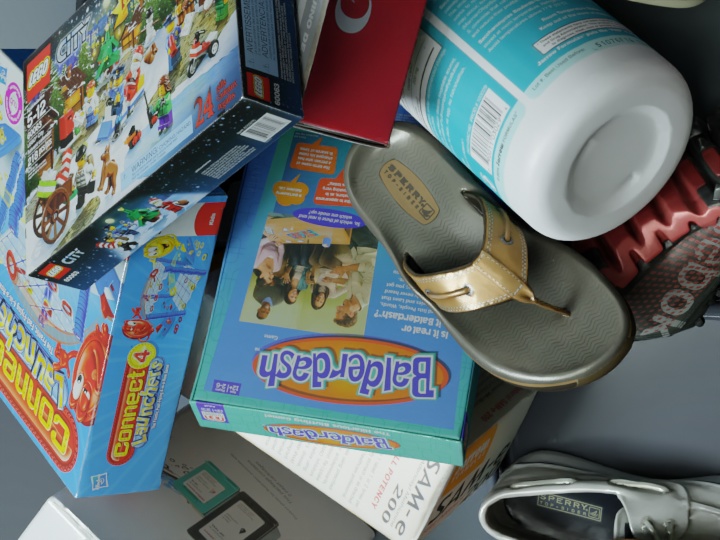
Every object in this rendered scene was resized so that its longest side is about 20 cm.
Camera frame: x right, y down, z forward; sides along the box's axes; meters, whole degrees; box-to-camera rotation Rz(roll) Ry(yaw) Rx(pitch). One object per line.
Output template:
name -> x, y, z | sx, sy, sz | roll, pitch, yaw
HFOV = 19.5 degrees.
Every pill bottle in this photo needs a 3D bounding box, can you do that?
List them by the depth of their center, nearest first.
pill bottle -> 0.078, -0.112, 1.130 | 0.200, 0.111, 0.111 | 47, 125, 38

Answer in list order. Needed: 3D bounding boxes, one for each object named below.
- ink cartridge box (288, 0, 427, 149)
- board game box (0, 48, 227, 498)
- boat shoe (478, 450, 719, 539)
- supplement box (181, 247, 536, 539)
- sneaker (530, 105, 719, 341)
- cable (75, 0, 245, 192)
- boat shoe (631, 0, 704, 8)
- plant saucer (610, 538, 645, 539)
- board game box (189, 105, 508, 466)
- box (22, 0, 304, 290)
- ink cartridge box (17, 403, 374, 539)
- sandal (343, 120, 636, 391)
ink cartridge box -> -0.012, -0.172, 1.086 | 0.176, 0.084, 0.200 | 25, 101, 62
board game box -> -0.166, -0.002, 1.237 | 0.200, 0.056, 0.196 | 43, 126, 46
boat shoe -> 0.165, 0.151, 1.219 | 0.200, 0.066, 0.072 | 14, 112, 24
supplement box -> -0.012, 0.064, 1.250 | 0.200, 0.126, 0.074 | 33, 119, 16
sneaker -> 0.177, -0.019, 1.155 | 0.200, 0.071, 0.098 | -33, 133, 11
cable -> -0.124, -0.107, 1.266 | 0.163, 0.051, 0.200 | 58, 152, 25
boat shoe -> 0.105, -0.207, 1.127 | 0.201, 0.074, 0.063 | 35, 127, 19
plant saucer -> 0.193, 0.234, 1.200 | 0.200, 0.037, 0.200 | 23, 144, 18
board game box -> 0.000, 0.000, 1.178 | 0.152, 0.045, 0.200 | 9, 67, 8
box -> -0.107, -0.093, 1.074 | 0.200, 0.038, 0.137 | -35, 51, 42
ink cartridge box -> -0.122, 0.197, 1.308 | 0.146, 0.200, 0.147 | 44, 121, 9
sandal -> 0.059, -0.013, 1.110 | 0.082, 0.055, 0.200 | -43, 65, 4
